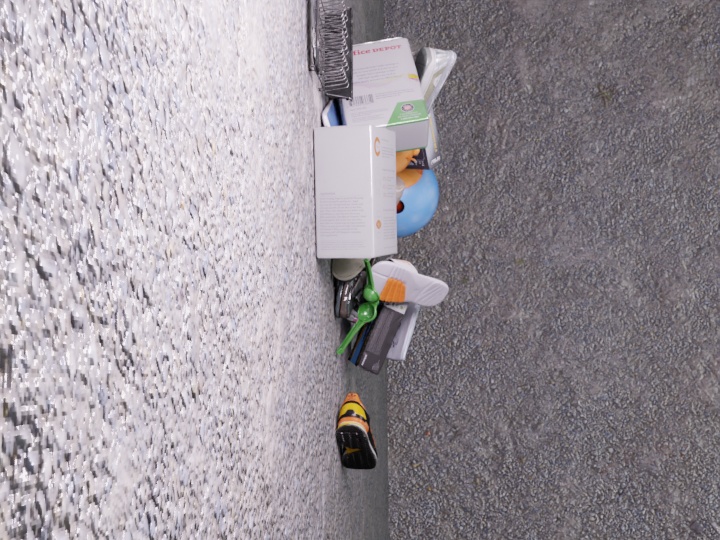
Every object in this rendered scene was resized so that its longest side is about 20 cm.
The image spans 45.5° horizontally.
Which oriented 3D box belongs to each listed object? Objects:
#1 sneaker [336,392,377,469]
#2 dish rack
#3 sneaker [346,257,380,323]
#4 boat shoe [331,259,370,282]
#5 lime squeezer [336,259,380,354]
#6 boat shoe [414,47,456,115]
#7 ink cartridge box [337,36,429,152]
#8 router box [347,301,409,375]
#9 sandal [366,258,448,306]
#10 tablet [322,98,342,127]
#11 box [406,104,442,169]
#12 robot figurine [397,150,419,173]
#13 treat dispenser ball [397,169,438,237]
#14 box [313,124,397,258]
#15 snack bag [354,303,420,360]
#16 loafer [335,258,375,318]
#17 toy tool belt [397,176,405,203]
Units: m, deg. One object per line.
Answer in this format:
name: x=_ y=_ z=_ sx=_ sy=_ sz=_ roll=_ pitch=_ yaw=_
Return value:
sneaker: x=-0.003 y=0.308 z=1.639 sx=0.200 sy=0.070 sz=0.090 roll=80 pitch=13 yaw=-53
dish rack: x=-0.045 y=-0.359 z=1.336 sx=0.200 sy=0.054 sz=0.154 roll=37 pitch=52 yaw=-84
sneaker: x=0.020 y=0.014 z=1.748 sx=0.086 sy=0.080 sz=0.201 roll=-53 pitch=-155 yaw=42
boat shoe: x=0.010 y=-0.056 z=1.576 sx=0.068 sy=0.072 sz=0.201 roll=79 pitch=33 yaw=-59
lime squeezer: x=0.004 y=0.058 z=1.567 sx=0.038 sy=0.070 sz=0.201 roll=46 pitch=-51 yaw=44
boat shoe: x=0.124 y=-0.338 z=1.618 sx=0.202 sy=0.064 sz=0.075 roll=108 pitch=-24 yaw=-56
ink cartridge box: x=0.033 y=-0.308 z=1.530 sx=0.088 sy=0.145 sz=0.201 roll=85 pitch=-5 yaw=-60
router box: x=0.042 y=0.106 z=1.747 sx=0.149 sy=0.051 sz=0.201 roll=177 pitch=-64 yaw=-82
sandal: x=0.081 y=0.021 z=1.644 sx=0.079 sy=0.206 sz=0.059 roll=-55 pitch=-135 yaw=18
tablet: x=-0.037 y=-0.231 z=1.508 sx=0.200 sy=0.014 sz=0.131 roll=-82 pitch=156 yaw=-70
box: x=0.067 y=-0.294 z=1.796 sx=0.048 sy=0.199 sz=0.159 roll=-33 pitch=119 yaw=-40
robot figurine: x=0.032 y=-0.257 z=1.688 sx=0.144 sy=0.117 sz=0.200 roll=48 pitch=4 yaw=-39
treat dispenser ball: x=0.080 y=-0.176 z=1.970 sx=0.201 sy=0.200 sz=0.202 roll=-1 pitch=90 yaw=-86
box: x=-0.006 y=-0.122 z=1.353 sx=0.124 sy=0.097 sz=0.201 roll=-11 pitch=101 yaw=-70
snack bag: x=0.060 y=0.102 z=1.840 sx=0.200 sy=0.021 sz=0.189 roll=2 pitch=-108 yaw=59
loafer: x=0.000 y=0.000 z=1.613 sx=0.072 sy=0.063 sz=0.201 roll=89 pitch=12 yaw=-62
toy tool belt: x=0.012 y=-0.155 z=1.748 sx=0.200 sy=0.124 sz=0.123 roll=-114 pitch=-143 yaw=-58
